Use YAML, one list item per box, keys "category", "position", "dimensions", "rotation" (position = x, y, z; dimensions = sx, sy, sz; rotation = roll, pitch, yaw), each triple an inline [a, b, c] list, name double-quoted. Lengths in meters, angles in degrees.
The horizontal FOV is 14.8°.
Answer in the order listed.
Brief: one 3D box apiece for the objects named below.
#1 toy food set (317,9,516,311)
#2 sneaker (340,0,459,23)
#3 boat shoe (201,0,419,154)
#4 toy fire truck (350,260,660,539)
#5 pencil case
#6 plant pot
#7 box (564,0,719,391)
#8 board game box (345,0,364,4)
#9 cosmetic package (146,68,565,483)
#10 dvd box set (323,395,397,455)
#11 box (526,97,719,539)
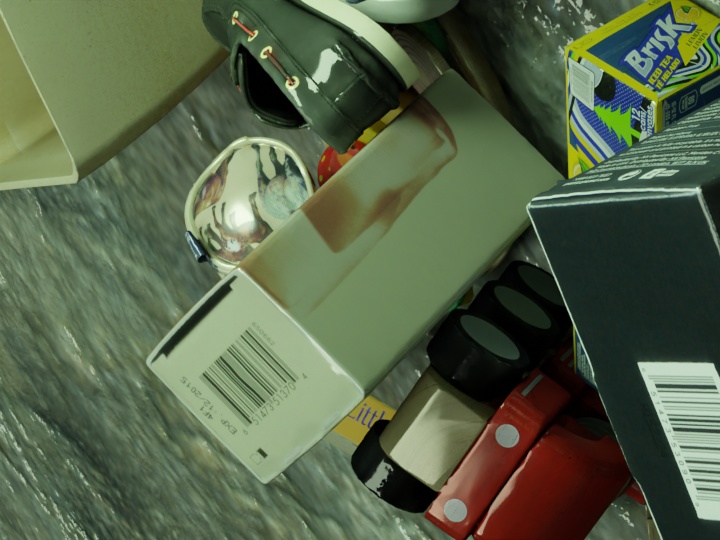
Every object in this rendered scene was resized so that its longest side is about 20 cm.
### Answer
- category: "toy food set"
  position: [0.018, -0.081, 1.484]
  dimensions: [0.198, 0.049, 0.200]
  rotation: [37, 145, 40]
- category: "sneaker"
  position: [-0.022, -0.202, 1.405]
  dimensions: [0.200, 0.073, 0.085]
  rotation: [45, 152, 33]
- category: "boat shoe"
  position: [-0.041, -0.110, 1.404]
  dimensions: [0.074, 0.063, 0.201]
  rotation: [45, 174, -29]
- category: "toy fire truck"
  position: [0.108, 0.114, 1.389]
  dimensions: [0.200, 0.176, 0.129]
  rotation: [36, 110, 7]
- category: "pencil case"
  position: [-0.038, 0.007, 1.573]
  dimensions: [0.200, 0.078, 0.089]
  rotation: [61, -156, -60]
- category: "plant pot"
  position: [-0.166, -0.173, 1.577]
  dimensions: [0.200, 0.177, 0.200]
  rotation: [-1, 115, 62]
- category: "box"
  position: [0.142, -0.026, 1.288]
  dimensions: [0.064, 0.070, 0.200]
  rotation: [37, 145, 38]
- category: "board game box"
  position: [-0.033, -0.204, 1.220]
  dimensions: [0.200, 0.062, 0.200]
  rotation: [26, 164, -21]
- category: "cosmetic package"
  position: [0.000, 0.000, 1.341]
  dimensions: [0.087, 0.200, 0.103]
  rotation: [46, 135, 0]
- category: "dvd box set"
  position: [0.018, 0.097, 1.531]
  dimensions: [0.200, 0.029, 0.146]
  rotation: [30, 174, -11]
- category: "box"
  position: [0.203, 0.019, 1.075]
  dimensions: [0.124, 0.197, 0.200]
  rotation: [-3, 113, 61]
